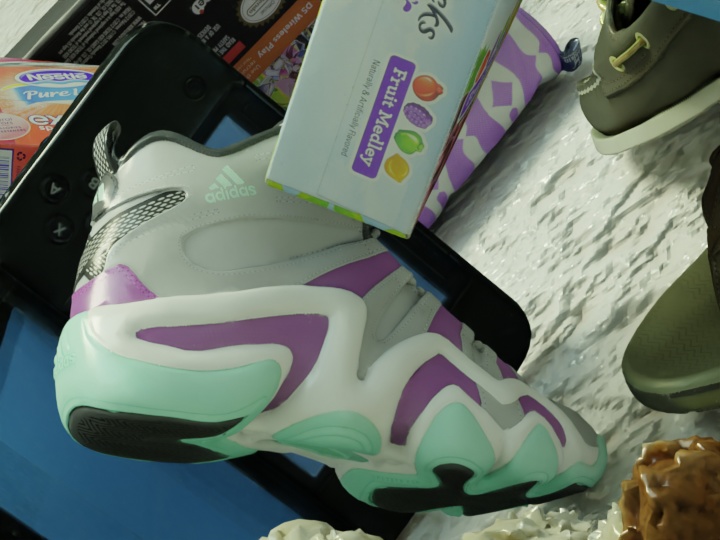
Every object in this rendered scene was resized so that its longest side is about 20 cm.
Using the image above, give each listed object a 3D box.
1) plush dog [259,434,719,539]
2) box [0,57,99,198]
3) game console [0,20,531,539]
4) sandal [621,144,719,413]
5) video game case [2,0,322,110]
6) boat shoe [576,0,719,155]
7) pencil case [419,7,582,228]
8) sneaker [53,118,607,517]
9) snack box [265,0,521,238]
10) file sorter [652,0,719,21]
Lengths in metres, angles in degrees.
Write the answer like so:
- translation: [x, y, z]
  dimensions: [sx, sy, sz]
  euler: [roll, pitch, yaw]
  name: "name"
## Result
- translation: [0.079, 0.106, 0.484]
  dimensions: [0.172, 0.200, 0.161]
  euler: [-40, 68, 20]
  name: "plush dog"
- translation: [-0.131, 0.016, 0.900]
  dimensions: [0.095, 0.102, 0.201]
  euler: [-100, 15, -61]
  name: "box"
- translation: [-0.035, 0.041, 0.690]
  dimensions: [0.171, 0.200, 0.118]
  euler: [-53, 23, -4]
  name: "game console"
- translation: [0.149, -0.037, 0.676]
  dimensions: [0.201, 0.057, 0.080]
  euler: [-52, 24, -8]
  name: "sandal"
- translation: [-0.083, -0.060, 0.954]
  dimensions: [0.200, 0.181, 0.026]
  euler: [-44, 31, 8]
  name: "video game case"
- translation: [0.123, -0.091, 0.743]
  dimensions: [0.072, 0.060, 0.202]
  euler: [-37, 3, -15]
  name: "boat shoe"
- translation: [0.006, -0.049, 0.917]
  dimensions: [0.200, 0.084, 0.086]
  euler: [-48, -12, -6]
  name: "pencil case"
- translation: [0.000, 0.000, 0.667]
  dimensions: [0.078, 0.199, 0.141]
  euler: [-25, 56, 51]
  name: "sneaker"
- translation: [0.039, -0.128, 0.602]
  dimensions: [0.142, 0.053, 0.201]
  euler: [-65, -4, -55]
  name: "snack box"
- translation: [0.176, -0.144, 0.579]
  dimensions: [0.123, 0.199, 0.139]
  euler: [97, -166, -53]
  name: "file sorter"
